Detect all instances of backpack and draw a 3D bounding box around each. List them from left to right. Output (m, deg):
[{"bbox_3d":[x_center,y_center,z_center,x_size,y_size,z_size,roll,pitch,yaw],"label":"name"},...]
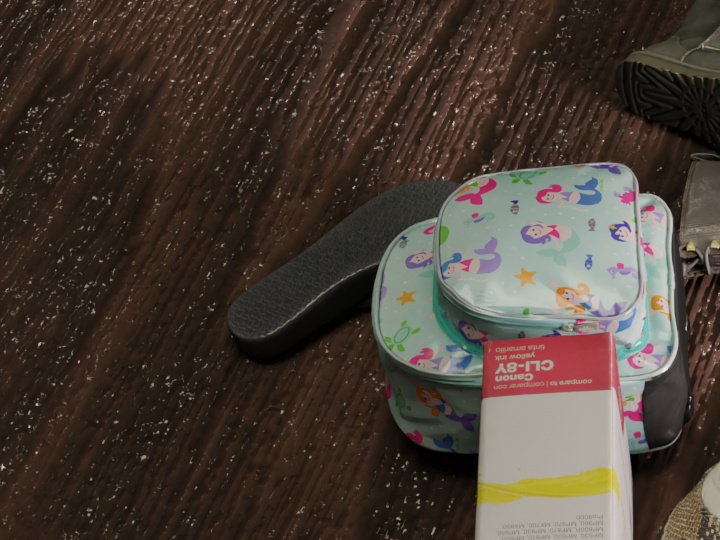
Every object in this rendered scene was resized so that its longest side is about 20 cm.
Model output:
[{"bbox_3d":[0.105,0.028,1.488,0.198,0.151,0.178,-7,43,12],"label":"backpack"}]

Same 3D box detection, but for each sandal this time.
[{"bbox_3d":[-0.001,0.000,1.612,0.199,0.043,0.076,-30,39,-5],"label":"sandal"}]

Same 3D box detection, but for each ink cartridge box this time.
[{"bbox_3d":[0.114,0.159,1.349,0.083,0.146,0.201,-3,45,9],"label":"ink cartridge box"}]

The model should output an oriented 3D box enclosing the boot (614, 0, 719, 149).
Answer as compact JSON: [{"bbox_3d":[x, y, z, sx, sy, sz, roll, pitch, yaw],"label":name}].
[{"bbox_3d":[0.305,-0.169,1.706,0.181,0.073,0.200,30,50,31],"label":"boot"}]

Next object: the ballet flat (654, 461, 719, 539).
[{"bbox_3d":[0.267,0.121,1.407,0.199,0.076,0.068,-19,46,-7],"label":"ballet flat"}]

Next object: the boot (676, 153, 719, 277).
[{"bbox_3d":[0.294,-0.012,1.553,0.173,0.070,0.201,-6,40,13],"label":"boot"}]
